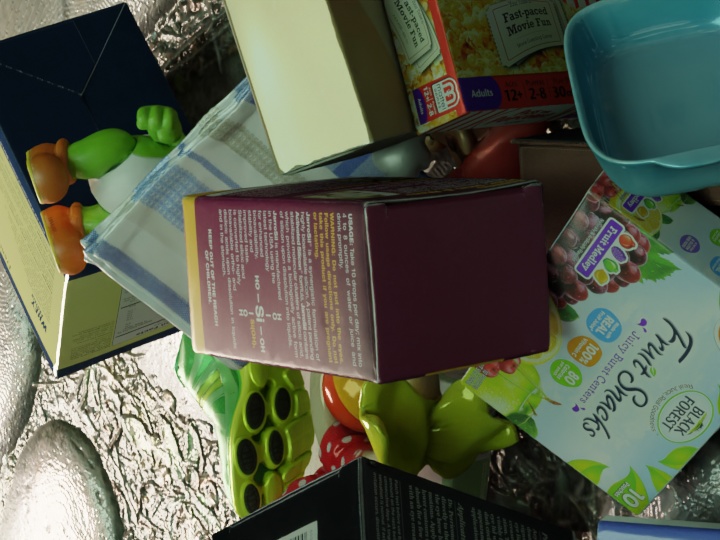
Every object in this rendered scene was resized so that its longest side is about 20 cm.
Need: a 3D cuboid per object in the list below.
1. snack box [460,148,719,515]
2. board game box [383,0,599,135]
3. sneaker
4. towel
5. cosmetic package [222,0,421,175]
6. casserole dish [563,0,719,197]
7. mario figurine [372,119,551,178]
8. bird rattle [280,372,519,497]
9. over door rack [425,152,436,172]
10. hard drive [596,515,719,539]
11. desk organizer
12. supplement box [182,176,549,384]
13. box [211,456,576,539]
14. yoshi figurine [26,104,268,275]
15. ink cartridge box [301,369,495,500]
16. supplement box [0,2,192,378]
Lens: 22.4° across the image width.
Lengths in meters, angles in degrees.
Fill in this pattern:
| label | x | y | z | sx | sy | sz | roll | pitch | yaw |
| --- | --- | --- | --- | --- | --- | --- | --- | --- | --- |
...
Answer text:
| label | x | y | z | sx | sy | sz | roll | pitch | yaw |
| --- | --- | --- | --- | --- | --- | --- | --- | --- | --- |
| snack box | 0.161 | 0.042 | 1.077 | 0.142 | 0.053 | 0.200 | 36 | 140 | 6 |
| board game box | 0.076 | -0.189 | 1.120 | 0.046 | 0.151 | 0.201 | -21 | 82 | 46 |
| sneaker | -0.087 | 0.082 | 1.322 | 0.084 | 0.074 | 0.201 | -26 | 69 | 52 |
| towel | -0.070 | -0.036 | 1.209 | 0.200 | 0.147 | 0.024 | -44 | 21 | 17 |
| cosmetic package | -0.028 | -0.166 | 1.091 | 0.071 | 0.105 | 0.201 | -17 | 93 | 29 |
| casserole dish | 0.181 | -0.103 | 1.022 | 0.200 | 0.121 | 0.039 | -92 | -12 | -52 |
| mario figurine | 0.043 | -0.129 | 1.187 | 0.200 | 0.123 | 0.106 | 62 | 176 | -8 |
| bird rattle | 0.014 | 0.103 | 1.237 | 0.200 | 0.112 | 0.163 | -46 | 51 | 56 |
| over door rack | -0.050 | -0.067 | 1.338 | 0.148 | 0.067 | 0.200 | 56 | 132 | 23 |
| hard drive | 0.238 | 0.216 | 1.058 | 0.199 | 0.025 | 0.132 | 1 | 98 | 25 |
| desk organizer | 0.189 | -0.041 | 1.085 | 0.200 | 0.072 | 0.077 | 7 | 104 | 46 |
| supplement box | 0.000 | 0.000 | 1.082 | 0.200 | 0.131 | 0.104 | 5 | 100 | 55 |
| box | 0.026 | 0.213 | 1.158 | 0.148 | 0.200 | 0.105 | -31 | 50 | 37 |
| yoshi figurine | -0.121 | -0.059 | 1.245 | 0.112 | 0.199 | 0.112 | 112 | 141 | -74 |
| ink cartridge box | 0.004 | 0.122 | 1.321 | 0.200 | 0.048 | 0.146 | 18 | 110 | 41 |
| supplement box | -0.210 | -0.059 | 1.413 | 0.200 | 0.134 | 0.200 | 62 | 158 | 20 |
